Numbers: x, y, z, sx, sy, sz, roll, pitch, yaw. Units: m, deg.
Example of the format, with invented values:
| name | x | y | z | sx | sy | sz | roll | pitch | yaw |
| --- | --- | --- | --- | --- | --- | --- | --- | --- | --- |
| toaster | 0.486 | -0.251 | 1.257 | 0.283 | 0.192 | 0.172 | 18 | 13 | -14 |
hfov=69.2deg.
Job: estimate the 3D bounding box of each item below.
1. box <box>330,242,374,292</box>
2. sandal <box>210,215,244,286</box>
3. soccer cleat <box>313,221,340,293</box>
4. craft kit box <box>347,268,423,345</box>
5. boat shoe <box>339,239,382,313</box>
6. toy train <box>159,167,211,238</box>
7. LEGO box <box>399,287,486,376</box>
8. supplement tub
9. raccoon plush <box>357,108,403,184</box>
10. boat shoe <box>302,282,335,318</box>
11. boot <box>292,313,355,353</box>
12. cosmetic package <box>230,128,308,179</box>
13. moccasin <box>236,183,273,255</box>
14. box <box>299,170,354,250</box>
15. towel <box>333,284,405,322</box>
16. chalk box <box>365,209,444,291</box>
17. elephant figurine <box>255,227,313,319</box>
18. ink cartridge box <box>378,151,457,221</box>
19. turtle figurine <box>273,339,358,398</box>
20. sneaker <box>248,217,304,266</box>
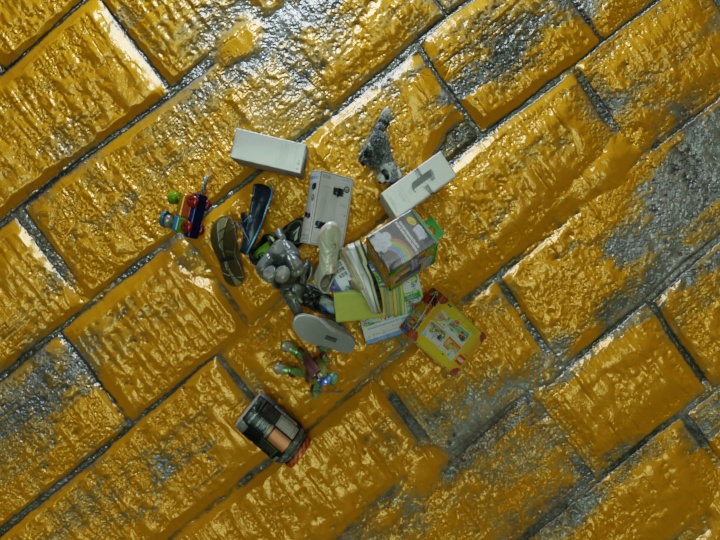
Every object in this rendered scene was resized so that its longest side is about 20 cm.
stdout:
| name | x | y | z | sx | sy | sz | roll | pitch | yaw |
| --- | --- | --- | --- | --- | --- | --- | --- | --- | --- |
| box | 0.000 | 0.000 | 1.498 | 0.198 | 0.041 | 0.121 | -30 | 94 | 1 |
| sandal | -0.372 | -0.056 | 1.482 | 0.078 | 0.054 | 0.204 | -9 | 107 | 4 |
| soccer cleat | -0.084 | -0.033 | 1.407 | 0.068 | 0.078 | 0.203 | -4 | 124 | -26 |
| craft kit box | 0.080 | 0.087 | 1.478 | 0.196 | 0.049 | 0.201 | -16 | 107 | -5 |
| boat shoe | 0.003 | 0.025 | 1.399 | 0.067 | 0.075 | 0.204 | -20 | 86 | 9 |
| toy train | -0.487 | -0.201 | 1.461 | 0.113 | 0.085 | 0.204 | 15 | 92 | 11 |
| LEGO box | 0.233 | 0.173 | 1.463 | 0.199 | 0.077 | 0.149 | 41 | 90 | -22 |
| supplement tub | -0.241 | 0.450 | 1.465 | 0.199 | 0.123 | 0.123 | 41 | 90 | -3 |
| raccoon plush | 0.083 | -0.341 | 1.466 | 0.132 | 0.097 | 0.203 | 28 | 91 | -10 |
| boat shoe | -0.125 | 0.083 | 1.487 | 0.196 | 0.057 | 0.070 | 22 | 91 | -1 |
| boot | -0.108 | 0.164 | 1.451 | 0.198 | 0.096 | 0.074 | 30 | 97 | -23 |
| cosmetic package | -0.248 | -0.320 | 1.445 | 0.196 | 0.108 | 0.087 | 14 | 92 | -4 |
| moccasin | -0.307 | -0.146 | 1.470 | 0.067 | 0.080 | 0.204 | 20 | 78 | -12 |
| box | -0.094 | -0.166 | 1.454 | 0.115 | 0.060 | 0.205 | 7 | 92 | -33 |
| towel | 0.025 | 0.090 | 1.442 | 0.195 | 0.018 | 0.088 | -6 | 98 | -6 |
| chalk box | 0.127 | -0.065 | 1.392 | 0.198 | 0.124 | 0.125 | -30 | 67 | -11 |
| elephant figurine | -0.192 | 0.023 | 1.421 | 0.141 | 0.201 | 0.156 | 33 | 74 | 32 |
| ink cartridge box | 0.153 | -0.228 | 1.441 | 0.198 | 0.144 | 0.085 | -34 | 92 | -1 |
| turtle figurine | -0.134 | 0.278 | 1.487 | 0.190 | 0.200 | 0.147 | 18 | 115 | 17 |
| sneaker | -0.228 | -0.078 | 1.464 | 0.198 | 0.083 | 0.071 | -33 | 82 | -1 |
